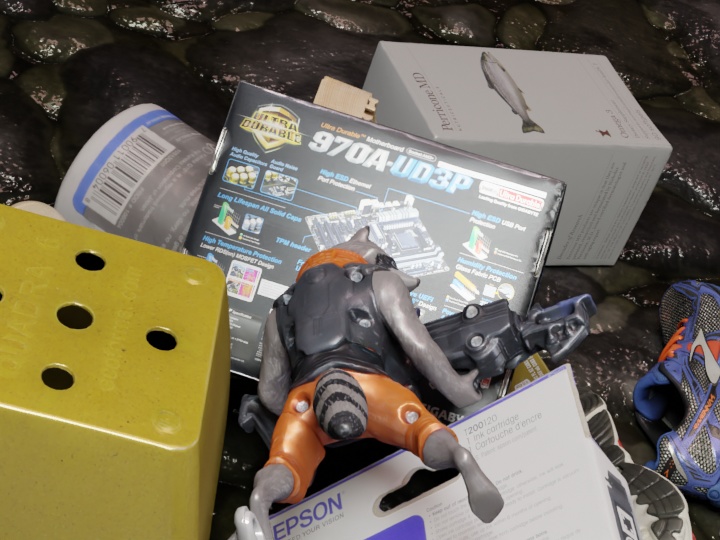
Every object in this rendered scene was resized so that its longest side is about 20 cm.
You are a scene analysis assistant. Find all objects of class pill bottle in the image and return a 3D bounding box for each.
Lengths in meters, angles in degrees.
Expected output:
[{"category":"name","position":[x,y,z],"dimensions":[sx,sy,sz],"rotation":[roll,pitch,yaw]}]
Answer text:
[{"category":"pill bottle","position":[-0.082,-0.006,1.004],"dimensions":[0.199,0.114,0.114],"rotation":[34,39,15]}]

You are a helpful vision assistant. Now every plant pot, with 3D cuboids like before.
[{"category":"plant pot","position":[-0.156,0.086,0.802],"dimensions":[0.198,0.177,0.201],"rotation":[16,37,-9]}]

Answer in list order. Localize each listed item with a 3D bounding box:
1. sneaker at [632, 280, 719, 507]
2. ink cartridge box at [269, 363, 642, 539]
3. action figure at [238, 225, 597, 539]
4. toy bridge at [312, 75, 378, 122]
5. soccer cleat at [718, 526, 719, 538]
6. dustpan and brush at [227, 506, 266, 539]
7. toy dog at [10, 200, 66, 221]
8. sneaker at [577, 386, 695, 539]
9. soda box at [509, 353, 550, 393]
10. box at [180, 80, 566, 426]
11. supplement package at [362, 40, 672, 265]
[{"category":"sneaker","position":[0.222,0.073,1.096],"dimensions":[0.078,0.076,0.201],"rotation":[12,36,-7]},{"category":"ink cartridge box","position":[0.047,0.171,0.792],"dimensions":[0.043,0.197,0.201],"rotation":[43,27,-41]},{"category":"action figure","position":[0.018,0.043,0.800],"dimensions":[0.198,0.105,0.194],"rotation":[-23,35,8]},{"category":"toy bridge","position":[-0.012,-0.051,1.038],"dimensions":[0.067,0.200,0.027],"rotation":[20,63,-1]},{"category":"soccer cleat","position":[0.231,0.214,0.839],"dimensions":[0.067,0.202,0.081],"rotation":[-20,18,-10]},{"category":"dustpan and brush","position":[-0.051,0.178,0.717],"dimensions":[0.057,0.201,0.140],"rotation":[-9,38,7]},{"category":"toy dog","position":[-0.264,0.006,0.918],"dimensions":[0.198,0.132,0.097],"rotation":[5,71,-10]},{"category":"sneaker","position":[0.143,0.143,0.978],"dimensions":[0.077,0.085,0.200],"rotation":[-30,30,-2]},{"category":"soda box","position":[0.065,0.043,1.017],"dimensions":[0.067,0.064,0.201],"rotation":[-30,39,2]},{"category":"box","position":[0.000,0.000,0.915],"dimensions":[0.198,0.046,0.161],"rotation":[17,80,4]},{"category":"supplement package","position":[0.102,-0.083,1.188],"dimensions":[0.198,0.118,0.117],"rotation":[-1,43,-27]}]
